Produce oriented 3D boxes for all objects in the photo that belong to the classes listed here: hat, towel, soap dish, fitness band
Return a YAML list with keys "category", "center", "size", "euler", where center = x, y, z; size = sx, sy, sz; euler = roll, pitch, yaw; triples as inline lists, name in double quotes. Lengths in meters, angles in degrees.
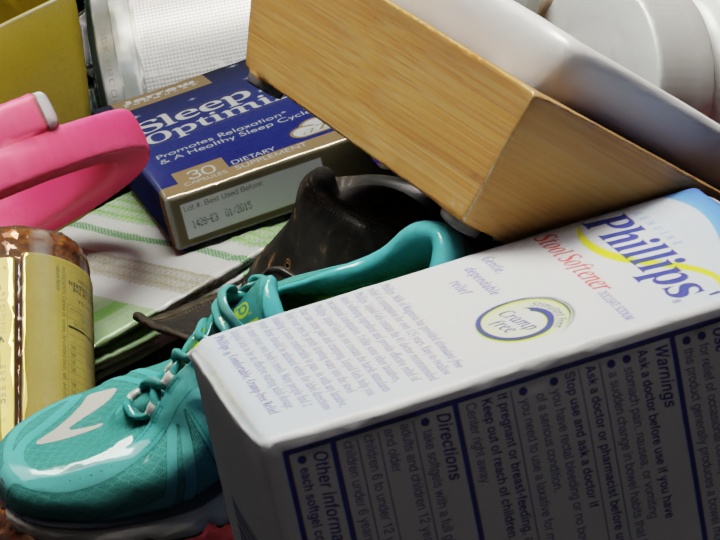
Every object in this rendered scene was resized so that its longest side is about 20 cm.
- category: "hat"
  center: [0.000, 0.000, 1.113]
  size: [0.200, 0.081, 0.201]
  euler: [7, 7, -1]
- category: "towel"
  center: [-0.091, -0.004, 1.267]
  size: [0.200, 0.031, 0.149]
  euler: [-30, 25, -33]
- category: "soap dish"
  center: [0.056, -0.059, 1.034]
  size: [0.157, 0.081, 0.200]
  euler: [25, 8, -39]
- category: "fitness band"
  center: [-0.191, -0.026, 1.192]
  size: [0.200, 0.037, 0.144]
  euler: [-23, -7, -17]

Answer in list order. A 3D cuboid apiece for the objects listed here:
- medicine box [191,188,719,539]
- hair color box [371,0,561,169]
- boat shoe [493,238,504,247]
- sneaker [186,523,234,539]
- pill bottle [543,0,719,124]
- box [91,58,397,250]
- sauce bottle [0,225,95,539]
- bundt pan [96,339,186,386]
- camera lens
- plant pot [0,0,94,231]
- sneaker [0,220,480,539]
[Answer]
- category: "medicine box"
  center: [0.063, 0.093, 0.931]
  size: [0.200, 0.182, 0.103]
  euler: [-17, 23, -12]
- category: "hair color box"
  center: [0.083, -0.100, 1.243]
  size: [0.200, 0.109, 0.065]
  euler: [1, 40, -51]
- category: "boat shoe"
  center: [0.088, -0.005, 1.196]
  size: [0.199, 0.066, 0.074]
  euler: [9, -15, 34]
- category: "sneaker"
  center: [-0.027, 0.077, 1.069]
  size: [0.200, 0.087, 0.074]
  euler: [-22, 23, -22]
- category: "pill bottle"
  center: [0.181, -0.084, 1.192]
  size: [0.200, 0.110, 0.110]
  euler: [-1, 13, -33]
- category: "box"
  center: [-0.061, -0.070, 1.326]
  size: [0.121, 0.032, 0.200]
  euler: [-20, 21, -11]
- category: "sauce bottle"
  center: [-0.142, 0.080, 1.109]
  size: [0.066, 0.066, 0.200]
  euler: [-8, 60, 10]
- category: "bundt pan"
  center: [-0.117, 0.056, 1.259]
  size: [0.202, 0.076, 0.202]
  euler: [-9, 22, 4]
- category: "camera lens"
  center: [-0.057, -0.119, 1.547]
  size: [0.200, 0.160, 0.160]
  euler: [-11, 22, 1]
- category: "plant pot"
  center: [-0.252, -0.025, 1.382]
  size: [0.200, 0.177, 0.200]
  euler: [-1, 24, 41]
- category: "sneaker"
  center: [-0.045, 0.036, 0.976]
  size: [0.200, 0.080, 0.078]
  euler: [-23, 48, -6]
